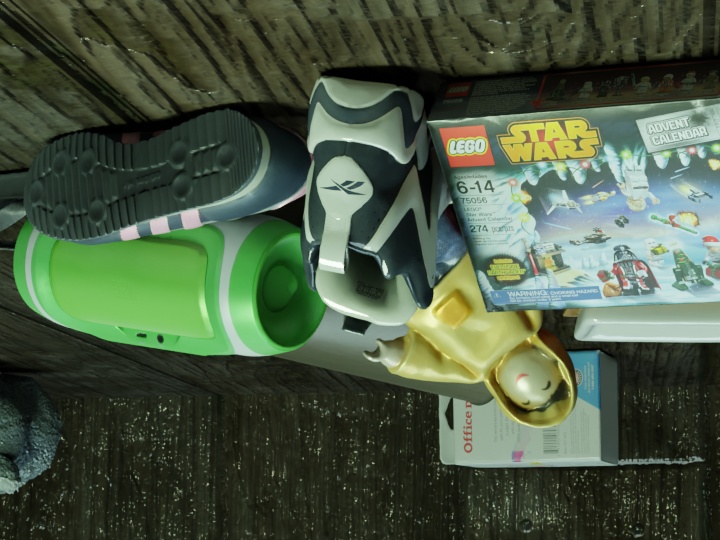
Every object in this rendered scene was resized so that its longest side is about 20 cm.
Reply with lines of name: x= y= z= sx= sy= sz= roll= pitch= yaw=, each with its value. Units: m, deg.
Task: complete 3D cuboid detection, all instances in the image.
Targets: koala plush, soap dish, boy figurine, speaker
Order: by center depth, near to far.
speaker: x=-0.117 y=0.002 z=1.593 sx=0.199 sy=0.089 sz=0.088 roll=7 pitch=179 yaw=38
boy figurine: x=0.060 y=0.026 z=1.610 sx=0.124 sy=0.200 sz=0.064 roll=-38 pitch=-158 yaw=8
soap dish: x=0.257 y=0.009 z=1.987 sx=0.199 sy=0.082 sz=0.157 roll=-1 pitch=173 yaw=1
koala plush: x=-0.443 y=0.189 z=3.103 sx=0.183 sy=0.178 sz=0.200 roll=-11 pitch=174 yaw=-9

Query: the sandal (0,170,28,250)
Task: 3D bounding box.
sandal: x=-0.215 y=-0.039 z=1.712 sx=0.199 sy=0.043 sz=0.076 roll=-7 pitch=170 yaw=43

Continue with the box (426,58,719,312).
box: x=0.148 y=-0.044 z=1.398 sx=0.199 sy=0.040 sz=0.137 roll=-4 pitch=128 yaw=22

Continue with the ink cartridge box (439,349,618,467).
ink cartridge box: x=0.193 y=0.164 z=3.048 sx=0.199 sy=0.129 sz=0.125 roll=-2 pitch=173 yaw=16

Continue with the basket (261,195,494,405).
basket: x=0.000 y=0.000 z=1.696 sx=0.199 sy=0.137 sz=0.181 roll=8 pitch=139 yaw=-17

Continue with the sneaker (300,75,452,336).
sneaker: x=0.014 y=-0.025 z=1.450 sx=0.079 sy=0.130 sz=0.199 roll=10 pitch=175 yaw=11

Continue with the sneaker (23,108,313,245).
sneaker: x=-0.111 y=-0.049 z=1.540 sx=0.199 sy=0.071 sz=0.082 roll=-4 pitch=171 yaw=40
